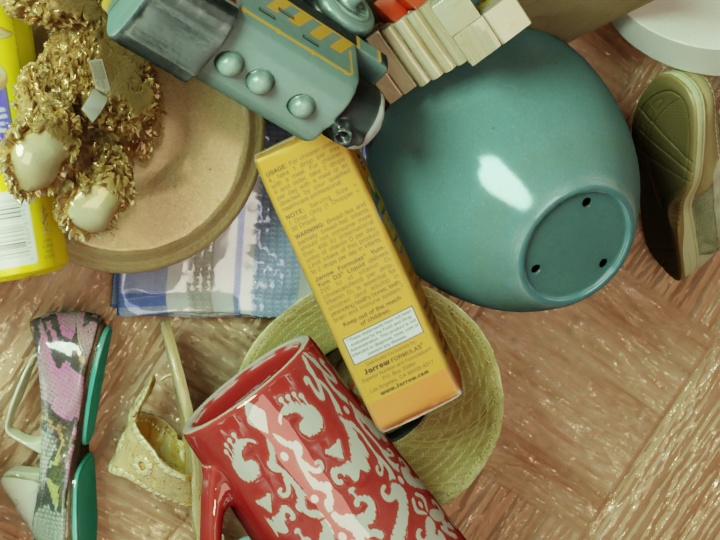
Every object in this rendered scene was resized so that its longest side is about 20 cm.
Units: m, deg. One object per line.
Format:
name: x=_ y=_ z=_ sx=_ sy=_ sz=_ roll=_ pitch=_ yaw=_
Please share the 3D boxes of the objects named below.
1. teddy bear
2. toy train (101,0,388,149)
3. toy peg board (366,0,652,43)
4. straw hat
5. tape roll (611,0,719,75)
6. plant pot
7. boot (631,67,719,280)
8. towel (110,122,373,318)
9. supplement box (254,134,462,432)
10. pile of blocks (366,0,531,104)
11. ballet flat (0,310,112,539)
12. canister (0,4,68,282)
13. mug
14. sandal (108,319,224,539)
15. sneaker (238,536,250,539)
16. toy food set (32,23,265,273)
teddy bear: x=-0.168 y=-0.117 z=0.811 sx=0.144 sy=0.066 sz=0.204 roll=15 pitch=72 yaw=-50
toy train: x=-0.065 y=-0.145 z=0.791 sx=0.199 sy=0.115 sz=0.085 roll=29 pitch=128 yaw=-30
toy peg board: x=0.085 y=-0.229 z=0.890 sx=0.196 sy=0.200 sz=0.100 roll=6 pitch=84 yaw=-17
straw hat: x=0.005 y=0.085 z=0.992 sx=0.197 sy=0.085 sz=0.205 roll=0 pitch=105 yaw=1
tape roll: x=0.262 y=-0.234 z=0.947 sx=0.202 sy=0.204 sz=0.037 roll=-36 pitch=154 yaw=-5
plant pot: x=0.119 y=-0.050 z=0.935 sx=0.197 sy=0.135 sz=0.203 roll=-13 pitch=125 yaw=-19
boot: x=0.289 y=-0.098 z=1.014 sx=0.153 sy=0.072 sz=0.201 roll=-28 pitch=139 yaw=-11
towel: x=-0.080 y=-0.034 z=0.969 sx=0.197 sy=0.024 sz=0.150 roll=2 pitch=102 yaw=-17
supplement box: x=0.000 y=0.000 z=0.891 sx=0.068 sy=0.067 sz=0.202 roll=-26 pitch=96 yaw=7
pile of blocks: x=0.029 y=-0.160 z=0.891 sx=0.062 sy=0.199 sz=0.082 roll=52 pitch=49 yaw=-18
ballet flat: x=-0.220 y=0.127 z=0.951 sx=0.070 sy=0.069 sz=0.204 roll=6 pitch=98 yaw=1
canister: x=-0.266 y=-0.091 z=0.829 sx=0.146 sy=0.087 sz=0.204 roll=-7 pitch=95 yaw=11
mug: x=-0.030 y=0.166 z=0.887 sx=0.133 sy=0.178 sz=0.201 roll=-28 pitch=101 yaw=36
sandal: x=-0.147 y=0.146 z=0.967 sx=0.069 sy=0.078 sz=0.215 roll=-14 pitch=114 yaw=-10
sneaker: x=-0.033 y=0.259 z=1.039 sx=0.074 sy=0.082 sz=0.201 roll=-45 pitch=134 yaw=-12
toy food set: x=-0.162 y=-0.100 z=0.901 sx=0.194 sy=0.049 sz=0.204 roll=-2 pitch=91 yaw=-9
